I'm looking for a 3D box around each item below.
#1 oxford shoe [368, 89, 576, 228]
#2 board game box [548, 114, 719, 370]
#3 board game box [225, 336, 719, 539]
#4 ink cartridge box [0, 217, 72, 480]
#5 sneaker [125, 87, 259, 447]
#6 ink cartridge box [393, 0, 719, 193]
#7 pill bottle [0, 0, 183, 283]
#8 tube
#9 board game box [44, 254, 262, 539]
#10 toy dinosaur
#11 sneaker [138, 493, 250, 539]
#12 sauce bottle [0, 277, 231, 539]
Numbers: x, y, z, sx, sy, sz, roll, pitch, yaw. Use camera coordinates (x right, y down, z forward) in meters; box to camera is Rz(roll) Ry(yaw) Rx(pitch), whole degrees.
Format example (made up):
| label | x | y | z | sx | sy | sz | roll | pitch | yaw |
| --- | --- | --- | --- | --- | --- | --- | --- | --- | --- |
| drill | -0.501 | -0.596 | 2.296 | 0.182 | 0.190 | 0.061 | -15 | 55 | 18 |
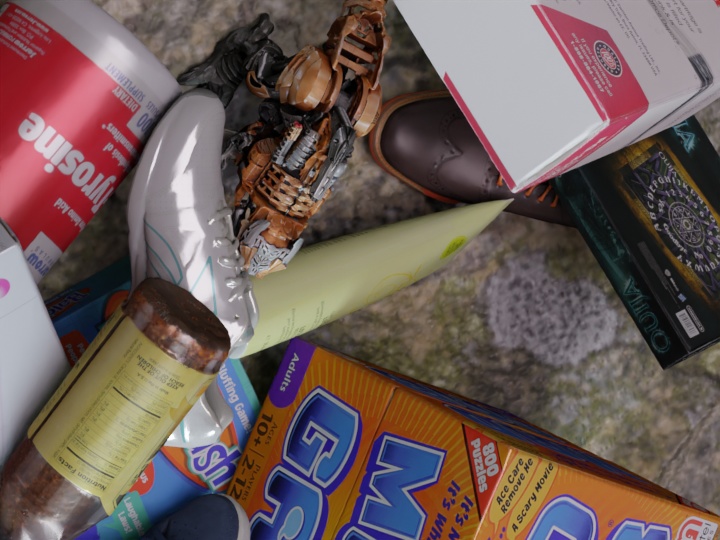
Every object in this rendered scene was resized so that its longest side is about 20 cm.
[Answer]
| label | x | y | z | sx | sy | sz | roll | pitch | yaw |
| --- | --- | --- | --- | --- | --- | --- | --- | --- | --- |
| oxford shoe | 0.101 | -0.066 | 1.387 | 0.199 | 0.073 | 0.071 | 11 | 96 | -27 |
| board game box | 0.178 | -0.048 | 1.371 | 0.135 | 0.028 | 0.200 | -20 | 77 | -46 |
| board game box | 0.048 | 0.182 | 1.322 | 0.200 | 0.200 | 0.200 | 21 | 92 | -43 |
| ink cartridge box | -0.245 | 0.090 | 1.186 | 0.200 | 0.043 | 0.197 | -31 | 138 | -15 |
| sneaker | -0.090 | 0.001 | 1.234 | 0.080 | 0.070 | 0.201 | 12 | 99 | 15 |
| ink cartridge box | 0.129 | -0.144 | 1.302 | 0.200 | 0.084 | 0.145 | -23 | 79 | -51 |
| pill bottle | -0.198 | -0.054 | 1.228 | 0.112 | 0.112 | 0.200 | 42 | 82 | -26 |
| tube | 0.000 | 0.000 | 1.336 | 0.200 | 0.058 | 0.052 | -20 | 116 | -33 |
| board game box | -0.162 | 0.093 | 1.314 | 0.200 | 0.045 | 0.152 | -31 | 113 | -17 |
| toy dinosaur | -0.024 | -0.093 | 1.287 | 0.200 | 0.136 | 0.102 | -46 | 115 | -10 |
| sneaker | -0.151 | 0.190 | 1.274 | 0.200 | 0.075 | 0.085 | -44 | 131 | -9 |
| sauce bottle | -0.148 | 0.097 | 1.192 | 0.066 | 0.066 | 0.200 | 31 | 107 | -27 |
